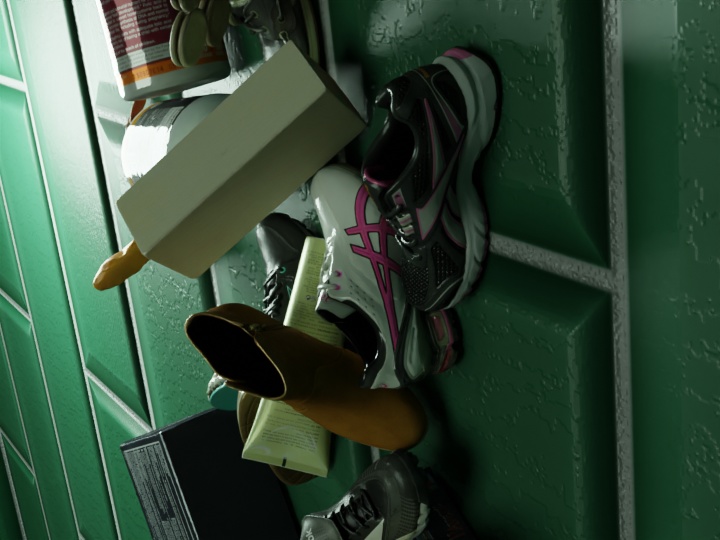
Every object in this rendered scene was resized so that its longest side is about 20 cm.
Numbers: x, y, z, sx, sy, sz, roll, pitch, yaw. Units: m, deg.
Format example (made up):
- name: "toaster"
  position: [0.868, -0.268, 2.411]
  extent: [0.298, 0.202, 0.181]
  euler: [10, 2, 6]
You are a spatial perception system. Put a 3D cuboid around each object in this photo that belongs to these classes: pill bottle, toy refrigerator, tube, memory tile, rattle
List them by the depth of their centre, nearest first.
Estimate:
- name: "toy refrigerator"
  position: [-0.100, -0.090, 0.896]
  extent: [0.200, 0.076, 0.070]
  euler: [-41, 61, 11]
- name: "memory tile"
  position: [-0.124, -0.280, 0.903]
  extent: [0.017, 0.154, 0.201]
  euler: [15, 127, 11]
- name: "tube"
  position: [-0.046, 0.073, 0.949]
  extent: [0.058, 0.052, 0.202]
  euler: [9, 85, 41]
- name: "pill bottle"
  position: [-0.147, -0.110, 1.051]
  extent: [0.199, 0.116, 0.118]
  euler: [10, 114, 58]
- name: "pill bottle"
  position: [-0.203, -0.275, 1.060]
  extent: [0.114, 0.113, 0.202]
  euler: [0, 106, 60]
- name: "rattle"
  position: [-0.280, -0.094, 1.279]
  extent: [0.130, 0.142, 0.202]
  euler: [172, 75, -80]

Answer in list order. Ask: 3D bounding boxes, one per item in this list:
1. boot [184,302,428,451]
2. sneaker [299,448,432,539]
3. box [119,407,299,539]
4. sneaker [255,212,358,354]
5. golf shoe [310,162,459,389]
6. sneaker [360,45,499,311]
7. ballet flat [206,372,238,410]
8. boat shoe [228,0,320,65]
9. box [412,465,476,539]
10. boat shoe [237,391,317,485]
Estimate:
- name: "boot"
  position: [-0.041, 0.091, 0.854]
  extent: [0.200, 0.071, 0.144]
  euler: [31, -175, 6]
- name: "sneaker"
  position: [-0.004, 0.217, 0.924]
  extent: [0.067, 0.090, 0.200]
  euler: [60, 148, 21]
- name: "box"
  position: [-0.182, 0.275, 1.317]
  extent: [0.198, 0.122, 0.202]
  euler: [-25, 85, 62]
- name: "sneaker"
  position: [-0.059, 0.034, 1.014]
  extent: [0.201, 0.079, 0.076]
  euler: [62, 150, 21]
- name: "golf shoe"
  position: [0.000, 0.000, 0.877]
  extent: [0.201, 0.091, 0.073]
  euler: [63, 150, 20]
- name: "sneaker"
  position: [0.037, -0.059, 0.782]
  extent: [0.080, 0.086, 0.202]
  euler: [39, 138, 48]
- name: "ballet flat"
  position: [-0.110, 0.099, 1.169]
  extent: [0.200, 0.075, 0.065]
  euler: [-36, 43, 56]
- name: "boat shoe"
  position: [-0.081, -0.231, 0.917]
  extent: [0.072, 0.066, 0.203]
  euler: [25, 126, 54]
- name: "box"
  position: [0.080, 0.291, 0.950]
  extent: [0.201, 0.037, 0.137]
  euler: [56, 147, 28]
- name: "boat shoe"
  position: [-0.084, 0.144, 1.083]
  extent: [0.201, 0.073, 0.069]
  euler: [75, 171, -53]
